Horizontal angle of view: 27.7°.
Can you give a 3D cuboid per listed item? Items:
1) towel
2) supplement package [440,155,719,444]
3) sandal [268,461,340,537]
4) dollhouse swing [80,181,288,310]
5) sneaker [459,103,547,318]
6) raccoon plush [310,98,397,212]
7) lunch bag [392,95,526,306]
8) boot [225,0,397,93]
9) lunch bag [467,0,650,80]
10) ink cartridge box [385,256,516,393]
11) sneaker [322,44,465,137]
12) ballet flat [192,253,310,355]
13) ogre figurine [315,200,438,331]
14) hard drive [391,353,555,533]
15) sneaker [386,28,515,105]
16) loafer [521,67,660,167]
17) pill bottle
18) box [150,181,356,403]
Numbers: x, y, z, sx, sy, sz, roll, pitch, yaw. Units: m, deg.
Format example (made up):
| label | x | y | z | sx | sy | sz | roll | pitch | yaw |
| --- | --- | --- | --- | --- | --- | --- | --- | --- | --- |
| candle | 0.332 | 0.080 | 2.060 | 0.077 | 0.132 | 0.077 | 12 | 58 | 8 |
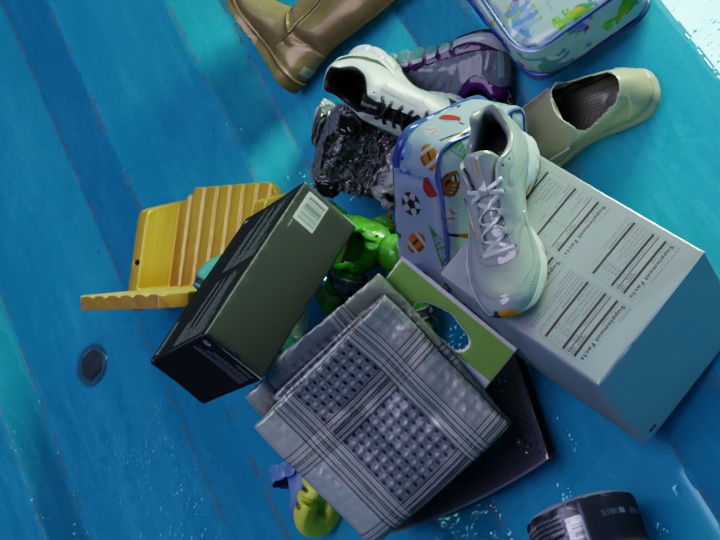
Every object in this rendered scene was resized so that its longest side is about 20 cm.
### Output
| label | x | y | z | sx | sy | sz | roll | pitch | yaw |
| --- | --- | --- | --- | --- | --- | --- | --- | --- | --- |
| towel | 0.011 | 0.134 | 1.385 | 0.193 | 0.035 | 0.200 | -43 | 88 | 15 |
| supplement package | 0.213 | 0.026 | 1.348 | 0.200 | 0.152 | 0.151 | 36 | 84 | 37 |
| sandal | -0.044 | 0.179 | 1.570 | 0.087 | 0.079 | 0.201 | 24 | 92 | 42 |
| dollhouse swing | -0.207 | -0.029 | 1.683 | 0.199 | 0.176 | 0.183 | -2 | 77 | 38 |
| sneaker | 0.116 | -0.056 | 1.292 | 0.075 | 0.092 | 0.201 | -13 | 58 | 21 |
| raccoon plush | 0.022 | -0.137 | 1.617 | 0.200 | 0.133 | 0.097 | -92 | 23 | -54 |
| lunch bag | 0.106 | -0.065 | 1.446 | 0.075 | 0.160 | 0.201 | 20 | 126 | 37 |
| boot | -0.048 | -0.331 | 1.716 | 0.200 | 0.066 | 0.175 | -42 | 69 | 22 |
| lunch bag | 0.187 | -0.305 | 1.500 | 0.160 | 0.082 | 0.200 | -34 | 60 | 5 |
| ink cartridge box | 0.042 | 0.102 | 1.430 | 0.148 | 0.076 | 0.200 | 39 | 104 | 4 |
| sneaker | 0.044 | -0.164 | 1.529 | 0.200 | 0.080 | 0.074 | 33 | 122 | 22 |
| ballet flat | -0.095 | 0.055 | 1.590 | 0.070 | 0.200 | 0.067 | -46 | 23 | -11 |
| ogre figurine | 0.000 | 0.000 | 1.557 | 0.200 | 0.098 | 0.120 | 40 | 130 | 47 |
| hard drive | 0.100 | 0.175 | 1.482 | 0.200 | 0.042 | 0.135 | -31 | 61 | 27 |
| sneaker | 0.074 | -0.194 | 1.581 | 0.199 | 0.074 | 0.088 | -14 | 75 | 33 |
| loafer | 0.203 | -0.154 | 1.474 | 0.200 | 0.068 | 0.076 | -29 | 62 | 28 |
| pill bottle | 0.227 | 0.308 | 1.312 | 0.106 | 0.106 | 0.201 | -29 | 63 | 28 |
| box | -0.108 | 0.024 | 1.466 | 0.141 | 0.079 | 0.200 | -22 | 32 | 56 |
